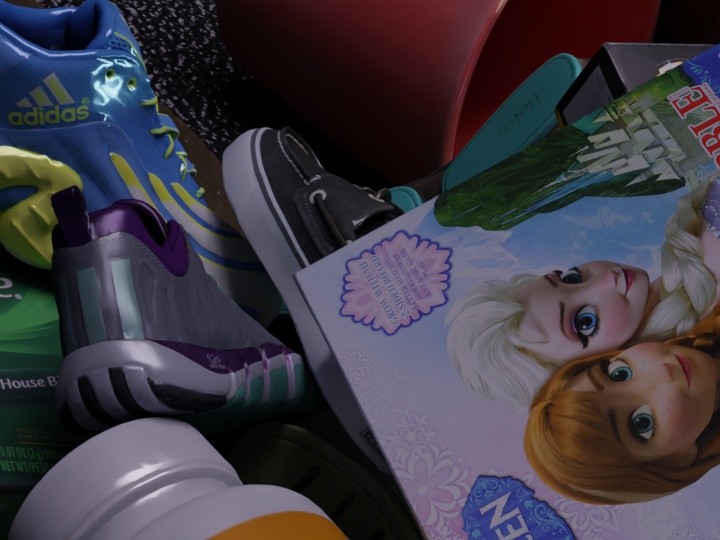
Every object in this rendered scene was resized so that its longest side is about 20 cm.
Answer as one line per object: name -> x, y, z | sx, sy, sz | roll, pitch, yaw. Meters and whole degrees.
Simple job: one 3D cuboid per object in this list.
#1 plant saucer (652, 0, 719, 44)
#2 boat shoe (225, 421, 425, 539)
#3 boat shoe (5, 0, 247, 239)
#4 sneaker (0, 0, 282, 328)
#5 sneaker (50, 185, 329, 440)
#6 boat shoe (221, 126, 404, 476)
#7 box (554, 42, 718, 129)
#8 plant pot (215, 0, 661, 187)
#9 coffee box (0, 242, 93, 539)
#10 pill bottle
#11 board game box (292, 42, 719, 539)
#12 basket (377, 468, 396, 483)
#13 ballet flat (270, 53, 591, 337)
plant saucer -> 0.206, -0.113, 1.144 | 0.037, 0.201, 0.200 | -26, 49, -16
boat shoe -> 0.027, 0.130, 0.805 | 0.200, 0.075, 0.068 | 41, 14, 30
boat shoe -> -0.127, -0.051, 0.985 | 0.200, 0.068, 0.072 | 41, 27, -4
sneaker -> -0.097, -0.045, 0.876 | 0.200, 0.105, 0.076 | 24, 24, -30
sneaker -> -0.063, 0.017, 0.823 | 0.074, 0.088, 0.200 | -13, -9, 10
boat shoe -> 0.000, 0.000, 0.865 | 0.069, 0.057, 0.200 | 41, 15, -41
box -> 0.194, -0.013, 0.851 | 0.199, 0.049, 0.160 | -2, 56, -27
plant pot -> 0.035, -0.136, 1.133 | 0.177, 0.201, 0.200 | 28, 28, 27
coffee box -> -0.173, 0.031, 0.838 | 0.123, 0.044, 0.200 | 7, 33, -29
pill bottle -> -0.030, 0.141, 0.694 | 0.111, 0.111, 0.200 | -7, 42, -42
board game box -> 0.102, 0.031, 0.724 | 0.199, 0.041, 0.200 | -29, 49, 0
basket -> 0.125, 0.094, 0.868 | 0.135, 0.124, 0.200 | -15, 48, -46
ballet flat -> 0.046, -0.016, 0.955 | 0.068, 0.200, 0.068 | 37, 33, -32
